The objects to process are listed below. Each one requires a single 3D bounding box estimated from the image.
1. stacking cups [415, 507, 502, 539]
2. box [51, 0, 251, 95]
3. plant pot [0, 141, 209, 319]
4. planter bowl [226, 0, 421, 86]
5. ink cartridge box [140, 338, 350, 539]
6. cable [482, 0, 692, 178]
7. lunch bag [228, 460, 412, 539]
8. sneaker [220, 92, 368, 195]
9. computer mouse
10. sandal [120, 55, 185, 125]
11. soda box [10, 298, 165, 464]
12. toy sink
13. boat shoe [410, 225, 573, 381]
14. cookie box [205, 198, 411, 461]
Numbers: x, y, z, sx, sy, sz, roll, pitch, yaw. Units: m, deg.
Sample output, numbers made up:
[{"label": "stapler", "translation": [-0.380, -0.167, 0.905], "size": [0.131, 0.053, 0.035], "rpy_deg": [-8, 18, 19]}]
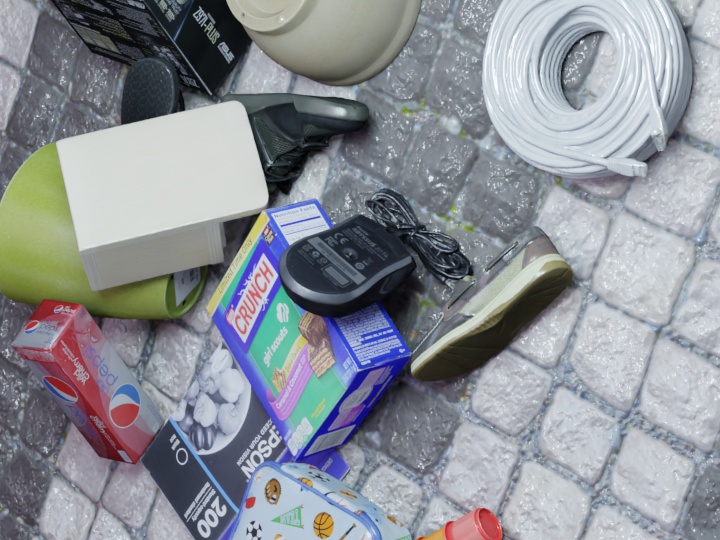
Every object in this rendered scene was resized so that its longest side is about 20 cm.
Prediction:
[{"label": "stacking cups", "translation": [0.058, 0.297, 1.572], "size": [0.199, 0.060, 0.061], "rpy_deg": [-34, 71, 26]}, {"label": "box", "translation": [-0.241, -0.294, 1.713], "size": [0.199, 0.164, 0.087], "rpy_deg": [22, 70, 35]}, {"label": "plant pot", "translation": [-0.273, -0.024, 1.755], "size": [0.198, 0.187, 0.189], "rpy_deg": [19, 101, 21]}, {"label": "planter bowl", "translation": [-0.054, -0.295, 1.603], "size": [0.199, 0.134, 0.203], "rpy_deg": [-1, 89, 36]}, {"label": "ink cartridge box", "translation": [-0.130, 0.209, 1.715], "size": [0.200, 0.043, 0.199], "rpy_deg": [48, 116, 25]}, {"label": "cable", "translation": [0.206, -0.185, 1.449], "size": [0.198, 0.069, 0.203], "rpy_deg": [5, 92, 37]}, {"label": "lunch bag", "translation": [-0.046, 0.291, 1.568], "size": [0.199, 0.075, 0.162], "rpy_deg": [28, 99, 41]}, {"label": "sneaker", "translation": [-0.069, -0.128, 1.652], "size": [0.198, 0.076, 0.116], "rpy_deg": [2, 93, 40]}, {"label": "computer mouse", "translation": [0.000, 0.000, 1.536], "size": [0.138, 0.199, 0.053], "rpy_deg": [45, 135, 26]}, {"label": "sandal", "translation": [-0.230, -0.166, 1.763], "size": [0.075, 0.048, 0.201], "rpy_deg": [42, 141, 18]}, {"label": "soda box", "translation": [-0.298, 0.124, 1.750], "size": [0.063, 0.201, 0.070], "rpy_deg": [7, 51, 36]}, {"label": "toy sink", "translation": [-0.200, -0.076, 1.643], "size": [0.198, 0.112, 0.132], "rpy_deg": [-14, 67, -7]}, {"label": "boat shoe", "translation": [0.119, 0.033, 1.517], "size": [0.201, 0.071, 0.066], "rpy_deg": [-42, 53, 33]}, {"label": "cookie box", "translation": [-0.057, 0.060, 1.614], "size": [0.201, 0.075, 0.172], "rpy_deg": [58, 138, 23]}]
